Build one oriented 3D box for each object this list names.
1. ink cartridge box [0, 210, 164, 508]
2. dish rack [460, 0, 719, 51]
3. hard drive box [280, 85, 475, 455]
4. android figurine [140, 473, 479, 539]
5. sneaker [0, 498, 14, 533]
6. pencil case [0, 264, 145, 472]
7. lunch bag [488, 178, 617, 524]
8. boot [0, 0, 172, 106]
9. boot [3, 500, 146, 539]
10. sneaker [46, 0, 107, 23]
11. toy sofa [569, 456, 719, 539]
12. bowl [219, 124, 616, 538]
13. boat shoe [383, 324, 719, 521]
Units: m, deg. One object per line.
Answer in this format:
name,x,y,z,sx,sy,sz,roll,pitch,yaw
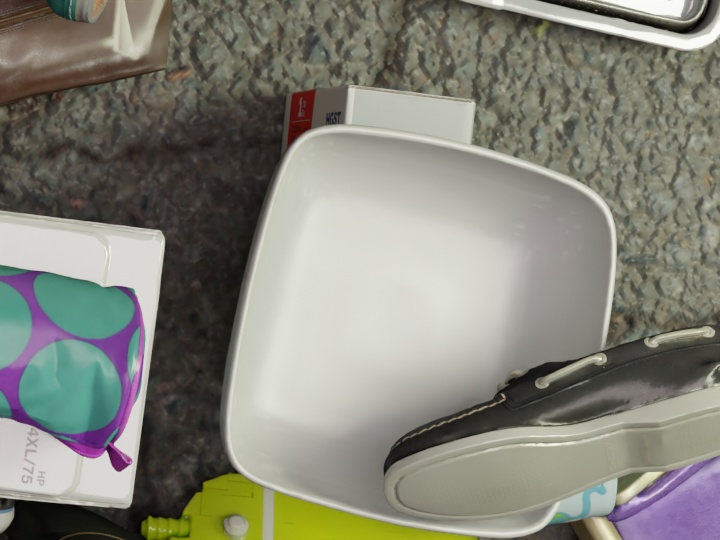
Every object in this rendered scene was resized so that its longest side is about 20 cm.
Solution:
ink cartridge box,-0.200,0.040,1.510,0.145,0.200,0.148,8,89,-15
dish rack,0.137,-0.229,1.674,0.199,0.044,0.173,11,88,-15
hard drive box,0.000,0.000,1.586,0.076,0.156,0.201,6,89,-14
android figurine,-0.029,0.178,1.603,0.199,0.041,0.183,8,54,-8
sneaker,-0.285,0.150,1.542,0.199,0.072,0.073,-7,95,7
pencil case,-0.205,0.038,1.363,0.199,0.085,0.093,9,73,-13
lunch bag,0.089,0.045,1.607,0.082,0.161,0.201,-7,94,-15
boot,-0.214,-0.175,1.575,0.199,0.064,0.187,-22,100,-15
boot,-0.097,0.182,1.529,0.200,0.138,0.078,34,88,-22
sneaker,-0.169,-0.222,1.554,0.079,0.071,0.201,6,55,-5
toy sofa,0.225,0.119,1.678,0.200,0.098,0.083,-33,99,-13
bowl,0.025,0.031,1.474,0.199,0.075,0.201,13,88,-16
boat shoe,0.104,0.075,1.431,0.199,0.074,0.061,-15,55,-1
